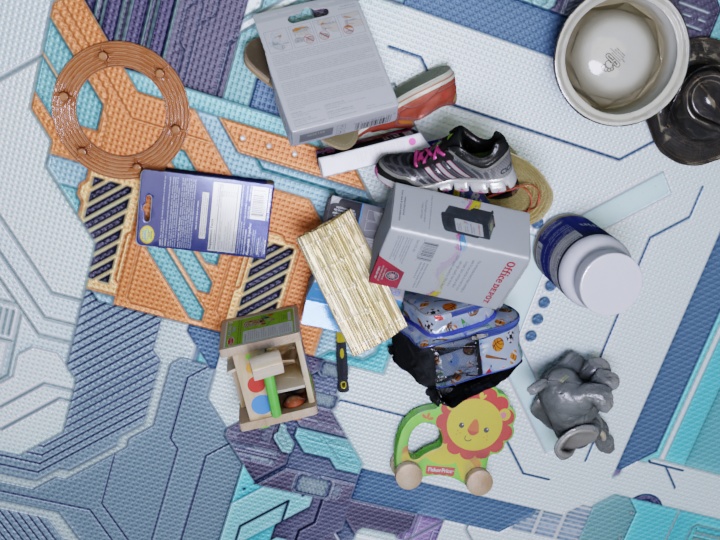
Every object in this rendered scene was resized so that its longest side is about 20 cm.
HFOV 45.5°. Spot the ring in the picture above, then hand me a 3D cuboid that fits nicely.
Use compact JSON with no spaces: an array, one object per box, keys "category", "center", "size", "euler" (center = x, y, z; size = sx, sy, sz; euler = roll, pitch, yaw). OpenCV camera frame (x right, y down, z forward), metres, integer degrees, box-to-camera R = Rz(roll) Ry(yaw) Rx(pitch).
[{"category":"ring","center":[-0.351,-0.231,1.258],"size":[0.199,0.019,0.202],"euler":[-2,108,-7]}]

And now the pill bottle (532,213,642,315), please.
[{"category":"pill bottle","center":[0.346,-0.009,1.315],"size":[0.115,0.200,0.117],"euler":[-2,108,-6]}]

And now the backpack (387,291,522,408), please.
[{"category":"backpack","center":[0.154,0.100,1.346],"size":[0.189,0.200,0.155],"euler":[-5,109,-18]}]

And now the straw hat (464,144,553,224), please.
[{"category":"straw hat","center":[0.197,-0.152,1.308],"size":[0.199,0.086,0.202],"euler":[12,147,8]}]

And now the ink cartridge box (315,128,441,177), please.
[{"category":"ink cartridge box","center":[0.033,-0.181,1.278],"size":[0.198,0.095,0.037],"euler":[-12,105,-3]}]

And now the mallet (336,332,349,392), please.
[{"category":"mallet","center":[-0.042,0.108,1.395],"size":[0.065,0.041,0.202],"euler":[2,111,-9]}]

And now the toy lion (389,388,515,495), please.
[{"category":"toy lion","center":[0.161,0.276,1.463],"size":[0.198,0.069,0.193],"euler":[6,100,-8]}]

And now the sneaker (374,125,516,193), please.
[{"category":"sneaker","center":[0.118,-0.159,1.192],"size":[0.198,0.074,0.088],"euler":[2,129,9]}]

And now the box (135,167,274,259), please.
[{"category":"box","center":[-0.236,-0.088,1.309],"size":[0.198,0.032,0.122],"euler":[6,106,-10]}]

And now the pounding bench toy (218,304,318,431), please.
[{"category":"pounding bench toy","center":[-0.137,0.169,1.315],"size":[0.123,0.200,0.157],"euler":[-12,108,-3]}]

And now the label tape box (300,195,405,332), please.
[{"category":"label tape box","center":[0.000,0.000,1.320],"size":[0.143,0.063,0.202],"euler":[12,87,-10]}]

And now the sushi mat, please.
[{"category":"sushi mat","center":[-0.012,0.019,1.279],"size":[0.095,0.012,0.201],"euler":[-27,97,-10]}]

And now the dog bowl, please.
[{"category":"dog bowl","center":[0.379,-0.319,1.279],"size":[0.198,0.074,0.202],"euler":[0,106,-1]}]

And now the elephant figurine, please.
[{"category":"elephant figurine","center":[0.358,0.251,1.447],"size":[0.154,0.142,0.201],"euler":[15,125,18]}]

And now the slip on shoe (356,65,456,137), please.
[{"category":"slip on shoe","center":[0.056,-0.235,1.281],"size":[0.199,0.074,0.061],"euler":[-27,117,-1]}]

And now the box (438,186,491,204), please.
[{"category":"box","center":[0.174,-0.063,1.303],"size":[0.064,0.070,0.200],"euler":[-16,135,33]}]

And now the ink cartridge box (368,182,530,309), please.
[{"category":"ink cartridge box","center":[0.125,-0.031,1.221],"size":[0.198,0.083,0.146],"euler":[12,146,-6]}]

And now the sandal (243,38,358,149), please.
[{"category":"sandal","center":[-0.089,-0.249,1.266],"size":[0.212,0.070,0.078],"euler":[43,67,1]}]

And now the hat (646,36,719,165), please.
[{"category":"hat","center":[0.538,-0.255,1.323],"size":[0.199,0.081,0.202],"euler":[-2,108,-7]}]

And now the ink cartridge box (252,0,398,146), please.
[{"category":"ink cartridge box","center":[-0.052,-0.288,1.224],"size":[0.159,0.047,0.201],"euler":[-16,71,-11]}]
